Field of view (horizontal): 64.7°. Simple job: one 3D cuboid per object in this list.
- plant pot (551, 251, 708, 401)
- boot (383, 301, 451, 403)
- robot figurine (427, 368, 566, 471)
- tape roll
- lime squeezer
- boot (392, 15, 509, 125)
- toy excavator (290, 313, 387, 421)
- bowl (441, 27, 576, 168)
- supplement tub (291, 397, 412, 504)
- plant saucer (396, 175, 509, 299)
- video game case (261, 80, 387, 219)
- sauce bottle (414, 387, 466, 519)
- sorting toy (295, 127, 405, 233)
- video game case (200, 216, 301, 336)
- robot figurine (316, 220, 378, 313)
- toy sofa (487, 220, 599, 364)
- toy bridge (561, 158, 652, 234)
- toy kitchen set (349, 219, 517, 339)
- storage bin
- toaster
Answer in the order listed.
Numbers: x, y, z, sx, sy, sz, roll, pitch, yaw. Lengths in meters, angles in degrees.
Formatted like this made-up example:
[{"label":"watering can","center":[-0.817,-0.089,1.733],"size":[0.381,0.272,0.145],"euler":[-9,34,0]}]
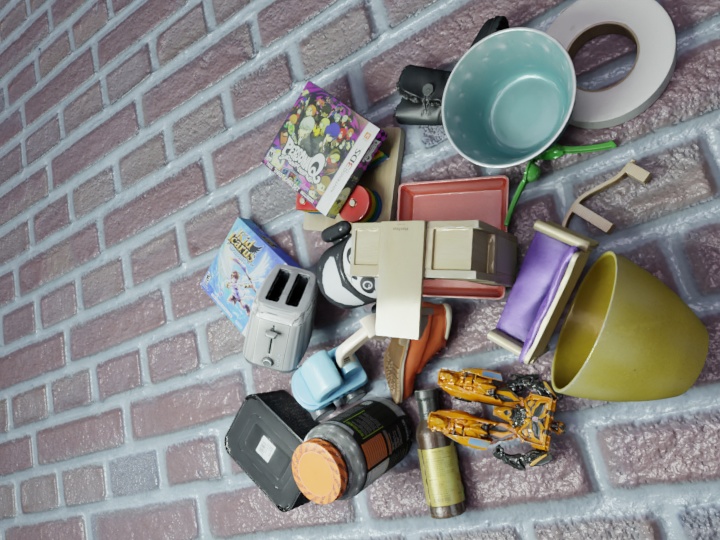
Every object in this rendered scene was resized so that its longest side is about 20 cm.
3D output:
[{"label":"plant pot","center":[0.360,0.093,0.749],"size":[0.142,0.200,0.201],"euler":[21,97,9]},{"label":"boot","center":[0.098,0.140,0.958],"size":[0.075,0.107,0.200],"euler":[-122,34,-55]},{"label":"robot figurine","center":[0.209,0.219,0.869],"size":[0.199,0.058,0.145],"euler":[7,71,23]},{"label":"tape roll","center":[0.365,-0.318,0.860],"size":[0.202,0.037,0.203],"euler":[-4,83,32]},{"label":"lime squeezer","center":[0.289,-0.154,0.888],"size":[0.200,0.038,0.071],"euler":[-38,83,11]},{"label":"boot","center":[0.149,-0.339,0.972],"size":[0.168,0.076,0.201],"euler":[20,102,28]},{"label":"toy excavator","center":[-0.034,0.163,0.979],"size":[0.194,0.200,0.100],"euler":[-28,68,-7]},{"label":"bowl","center":[0.234,-0.246,0.854],"size":[0.200,0.105,0.201],"euler":[-1,89,35]},{"label":"supplement tub","center":[-0.012,0.292,0.929],"size":[0.122,0.200,0.123],"euler":[5,99,35]},{"label":"plant saucer","center":[0.156,-0.053,0.964],"size":[0.200,0.037,0.200],"euler":[1,85,31]},{"label":"video game case","center":[-0.072,-0.223,1.041],"size":[0.200,0.036,0.181],"euler":[42,105,28]},{"label":"sauce bottle","center":[0.126,0.296,0.931],"size":[0.065,0.065,0.201],"euler":[-14,79,30]},{"label":"sorting toy","center":[-0.029,-0.173,1.072],"size":[0.198,0.070,0.201],"euler":[6,88,32]},{"label":"video game case","center":[-0.233,0.017,1.195],"size":[0.200,0.045,0.181],"euler":[41,105,28]},{"label":"robot figurine","center":[-0.002,0.000,0.979],"size":[0.200,0.150,0.125],"euler":[-24,50,59]},{"label":"toy sofa","center":[0.259,0.032,0.831],"size":[0.083,0.097,0.200],"euler":[31,116,30]},{"label":"toy bridge","center":[0.348,-0.079,0.852],"size":[0.067,0.027,0.200],"euler":[40,107,29]},{"label":"toy kitchen set","center":[0.110,0.019,0.859],"size":[0.200,0.180,0.164],"euler":[2,87,33]},{"label":"storage bin","center":[-0.149,0.337,1.083],"size":[0.200,0.094,0.135],"euler":[35,104,29]},{"label":"toaster","center":[-0.139,0.080,1.044],"size":[0.113,0.200,0.129],"euler":[16,125,2]}]
